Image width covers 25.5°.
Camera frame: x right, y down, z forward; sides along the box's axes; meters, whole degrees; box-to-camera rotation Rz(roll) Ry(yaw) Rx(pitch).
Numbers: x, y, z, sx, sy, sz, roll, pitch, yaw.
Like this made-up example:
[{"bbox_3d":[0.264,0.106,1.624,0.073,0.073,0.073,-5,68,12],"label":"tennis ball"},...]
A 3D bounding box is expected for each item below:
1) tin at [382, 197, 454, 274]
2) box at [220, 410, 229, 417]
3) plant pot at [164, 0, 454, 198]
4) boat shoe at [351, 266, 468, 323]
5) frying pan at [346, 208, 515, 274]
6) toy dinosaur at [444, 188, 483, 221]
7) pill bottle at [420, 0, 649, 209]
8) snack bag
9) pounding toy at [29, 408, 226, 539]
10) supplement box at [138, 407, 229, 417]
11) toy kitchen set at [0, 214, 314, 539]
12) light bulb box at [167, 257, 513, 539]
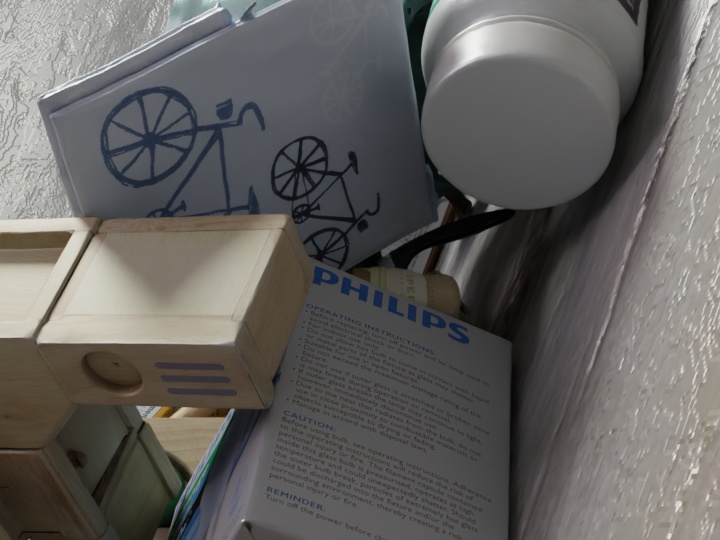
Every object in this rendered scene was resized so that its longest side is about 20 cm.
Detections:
[{"bbox_3d":[0.002,-0.023,1.131,0.042,0.112,0.201,0,67,65],"label":"tin"},{"bbox_3d":[-0.134,0.127,1.154,0.144,0.199,0.037,42,140,49],"label":"box"},{"bbox_3d":[0.000,-0.106,0.931,0.133,0.200,0.201,-1,57,37],"label":"plant pot"},{"bbox_3d":[0.032,0.043,0.922,0.200,0.064,0.073,78,-172,-73],"label":"boat shoe"},{"bbox_3d":[-0.008,0.006,0.956,0.115,0.189,0.031,-38,64,60],"label":"frying pan"},{"bbox_3d":[0.045,-0.095,1.079,0.077,0.102,0.201,154,138,-77],"label":"toy dinosaur"},{"bbox_3d":[0.093,-0.132,0.828,0.201,0.113,0.113,-74,11,-45],"label":"pill bottle"},{"bbox_3d":[-0.050,-0.054,0.795,0.199,0.021,0.189,-30,-44,-19],"label":"snack bag"},{"bbox_3d":[-0.132,0.149,0.975,0.143,0.183,0.201,-111,32,-43],"label":"pounding toy"},{"bbox_3d":[-0.139,0.091,1.116,0.200,0.068,0.067,-48,-32,-48],"label":"supplement box"},{"bbox_3d":[-0.107,0.103,0.741,0.164,0.179,0.201,-69,-31,-41],"label":"toy kitchen set"},{"bbox_3d":[-0.021,0.139,0.777,0.200,0.124,0.199,-81,17,-57],"label":"light bulb box"}]
